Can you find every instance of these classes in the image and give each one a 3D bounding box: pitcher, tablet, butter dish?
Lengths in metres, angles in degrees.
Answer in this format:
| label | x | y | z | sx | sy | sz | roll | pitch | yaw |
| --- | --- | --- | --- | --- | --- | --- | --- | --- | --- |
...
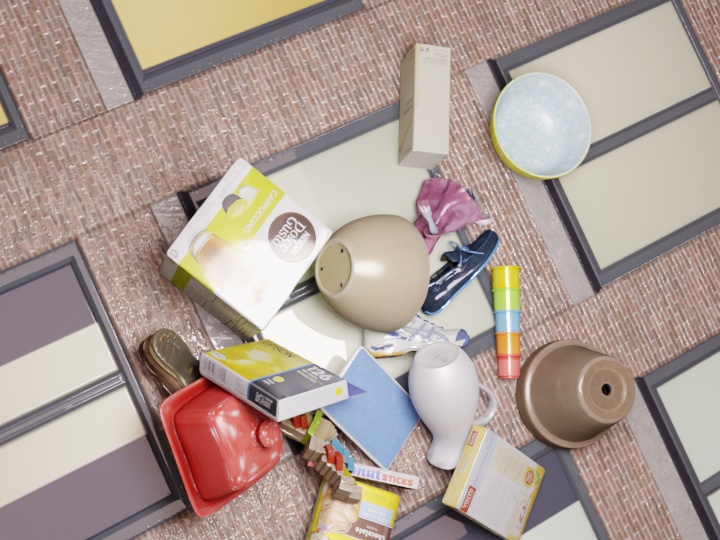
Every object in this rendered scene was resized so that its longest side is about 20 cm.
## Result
| label | x | y | z | sx | sy | sz | roll | pitch | yaw |
| --- | --- | --- | --- | --- | --- | --- | --- | --- | --- |
| pitcher | 0.167 | 0.216 | 1.724 | 0.171 | 0.120 | 0.203 | -34 | 124 | -32 |
| tablet | 0.021 | 0.238 | 1.706 | 0.200 | 0.014 | 0.131 | 47 | 68 | -31 |
| butter dish | -0.190 | 0.262 | 1.577 | 0.198 | 0.146 | 0.204 | -27 | 102 | -50 |

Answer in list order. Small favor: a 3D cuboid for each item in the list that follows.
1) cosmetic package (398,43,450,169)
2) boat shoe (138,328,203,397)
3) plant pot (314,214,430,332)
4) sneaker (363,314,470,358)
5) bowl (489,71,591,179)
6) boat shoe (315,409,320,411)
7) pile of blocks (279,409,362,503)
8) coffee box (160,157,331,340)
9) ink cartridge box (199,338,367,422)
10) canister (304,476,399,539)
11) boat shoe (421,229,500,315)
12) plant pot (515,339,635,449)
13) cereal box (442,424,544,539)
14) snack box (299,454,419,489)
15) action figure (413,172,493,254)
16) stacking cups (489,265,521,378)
| label | x | y | z | sx | sy | sz | roll | pitch | yaw |
| --- | --- | --- | --- | --- | --- | --- | --- | --- | --- |
| cosmetic package | 0.117 | -0.299 | 1.820 | 0.072 | 0.103 | 0.204 | 5 | 78 | -13 |
| boat shoe | -0.292 | 0.185 | 1.648 | 0.201 | 0.067 | 0.072 | 55 | 41 | -17 |
| plant pot | 0.000 | 0.000 | 1.666 | 0.133 | 0.198 | 0.205 | 6 | 77 | -46 |
| sneaker | 0.101 | 0.105 | 1.763 | 0.196 | 0.075 | 0.090 | -2 | 81 | -16 |
| bowl | 0.322 | -0.259 | 1.866 | 0.196 | 0.108 | 0.205 | 3 | 81 | -15 |
| boat shoe | -0.046 | 0.211 | 1.707 | 0.196 | 0.068 | 0.073 | 16 | 77 | -12 |
| pile of blocks | -0.053 | 0.287 | 1.626 | 0.082 | 0.062 | 0.200 | -35 | 78 | -33 |
| coffee box | -0.192 | -0.028 | 1.639 | 0.197 | 0.200 | 0.201 | 38 | 74 | -6 |
| ink cartridge box | -0.121 | 0.165 | 1.591 | 0.198 | 0.196 | 0.048 | -13 | 116 | -44 |
| canister | -0.025 | 0.458 | 1.664 | 0.146 | 0.086 | 0.204 | 20 | 75 | -12 |
| boat shoe | 0.174 | -0.009 | 1.797 | 0.069 | 0.084 | 0.200 | 46 | 71 | -9 |
| plant pot | 0.402 | 0.218 | 1.775 | 0.196 | 0.174 | 0.205 | 3 | 80 | -16 |
| cereal box | 0.235 | 0.373 | 1.725 | 0.199 | 0.039 | 0.146 | 38 | 70 | -38 |
| snack box | -0.002 | 0.343 | 1.696 | 0.196 | 0.072 | 0.025 | 15 | 76 | -12 |
| action figure | 0.121 | -0.072 | 1.797 | 0.149 | 0.133 | 0.201 | 45 | 70 | -29 |
| stacking cups | 0.267 | 0.095 | 1.817 | 0.059 | 0.060 | 0.204 | 3 | 81 | -14 |
